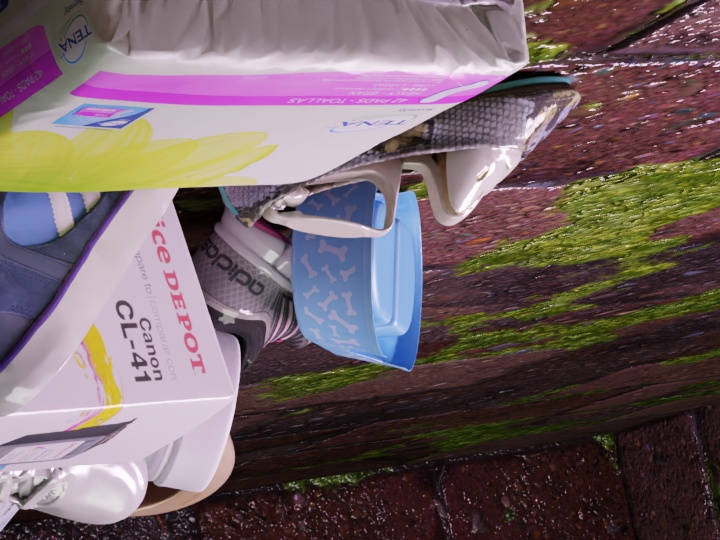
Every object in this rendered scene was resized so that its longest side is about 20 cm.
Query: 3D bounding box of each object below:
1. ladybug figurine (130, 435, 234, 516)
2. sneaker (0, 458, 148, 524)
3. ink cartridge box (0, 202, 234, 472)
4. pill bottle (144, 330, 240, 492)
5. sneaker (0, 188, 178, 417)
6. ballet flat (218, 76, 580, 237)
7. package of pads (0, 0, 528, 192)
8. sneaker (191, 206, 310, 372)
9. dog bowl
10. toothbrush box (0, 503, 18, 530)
[{"bbox_3d":[-0.164,0.095,1.227,0.136,0.072,0.200,-30,145,25],"label":"ladybug figurine"},{"bbox_3d":[-0.190,0.090,0.963,0.200,0.089,0.075,33,118,-29],"label":"sneaker"},{"bbox_3d":[-0.171,0.014,0.916,0.086,0.148,0.200,-31,161,37],"label":"ink cartridge box"},{"bbox_3d":[-0.172,0.055,1.070,0.200,0.120,0.120,14,163,-15],"label":"pill bottle"},{"bbox_3d":[-0.160,-0.048,0.817,0.081,0.146,0.200,-32,-157,37],"label":"sneaker"},{"bbox_3d":[0.022,-0.053,1.002,0.200,0.072,0.072,-9,170,-17],"label":"ballet flat"},{"bbox_3d":[-0.057,-0.080,0.755,0.200,0.068,0.154,-3,167,-38],"label":"package of pads"},{"bbox_3d":[-0.072,0.021,1.207,0.087,0.074,0.200,-47,167,-5],"label":"sneaker"},{"bbox_3d":[0.000,0.000,1.176,0.049,0.112,0.200,0,172,10],"label":"dog bowl"},{"bbox_3d":[-0.296,0.148,1.276,0.146,0.085,0.200,-48,171,33],"label":"toothbrush box"}]
